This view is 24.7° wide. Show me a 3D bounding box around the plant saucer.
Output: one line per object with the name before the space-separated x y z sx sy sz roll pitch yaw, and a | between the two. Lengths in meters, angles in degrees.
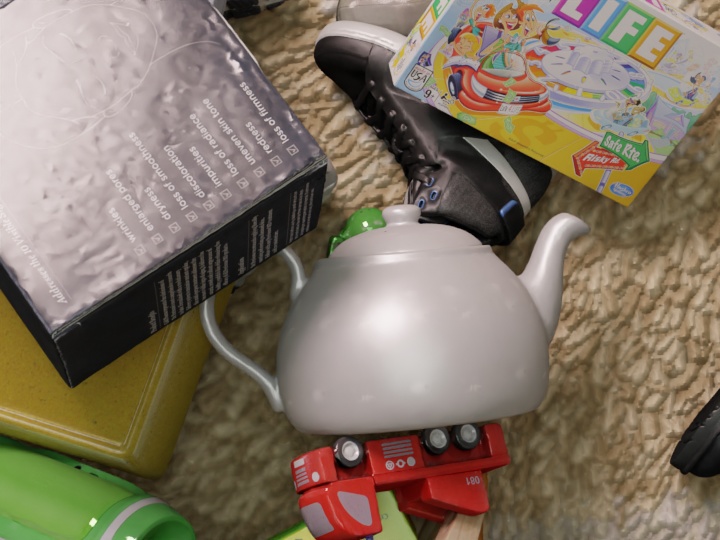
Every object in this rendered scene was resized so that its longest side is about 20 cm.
plant saucer | -0.200 0.040 1.121 0.200 0.048 0.200 18 107 -10

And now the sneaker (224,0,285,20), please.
sneaker | -0.146 -0.233 1.204 0.200 0.078 0.080 10 77 3

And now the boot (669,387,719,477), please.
boot | 0.341 0.112 1.157 0.168 0.076 0.200 42 82 8

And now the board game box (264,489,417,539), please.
board game box | -0.058 0.213 1.149 0.200 0.102 0.048 -28 86 -1

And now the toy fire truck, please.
toy fire truck | 0.058 0.173 1.082 0.200 0.049 0.141 -5 74 -30

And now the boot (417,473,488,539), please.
boot | 0.098 0.247 1.165 0.144 0.071 0.202 22 90 -3

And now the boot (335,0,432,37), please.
boot | 0.080 -0.204 1.163 0.199 0.131 0.068 -3 85 1

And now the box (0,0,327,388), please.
box | -0.157 -0.071 1.022 0.196 0.124 0.200 -33 76 -15

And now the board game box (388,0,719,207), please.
board game box | 0.139 -0.141 1.112 0.200 0.034 0.135 24 118 -21

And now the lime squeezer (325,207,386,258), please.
lime squeezer | 0.000 0.000 1.204 0.200 0.038 0.071 -44 117 -3

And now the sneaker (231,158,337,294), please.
sneaker | -0.127 -0.052 1.190 0.199 0.079 0.130 -44 69 14

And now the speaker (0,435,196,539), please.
speaker | -0.209 0.173 1.125 0.200 0.088 0.089 15 85 35

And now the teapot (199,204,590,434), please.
teapot | 0.028 0.029 1.106 0.197 0.200 0.146 -7 89 39

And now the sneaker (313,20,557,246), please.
sneaker | 0.036 -0.089 1.169 0.200 0.073 0.112 31 66 3

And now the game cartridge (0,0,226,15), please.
game cartridge | -0.191 -0.186 1.154 0.200 0.040 0.134 17 100 16
